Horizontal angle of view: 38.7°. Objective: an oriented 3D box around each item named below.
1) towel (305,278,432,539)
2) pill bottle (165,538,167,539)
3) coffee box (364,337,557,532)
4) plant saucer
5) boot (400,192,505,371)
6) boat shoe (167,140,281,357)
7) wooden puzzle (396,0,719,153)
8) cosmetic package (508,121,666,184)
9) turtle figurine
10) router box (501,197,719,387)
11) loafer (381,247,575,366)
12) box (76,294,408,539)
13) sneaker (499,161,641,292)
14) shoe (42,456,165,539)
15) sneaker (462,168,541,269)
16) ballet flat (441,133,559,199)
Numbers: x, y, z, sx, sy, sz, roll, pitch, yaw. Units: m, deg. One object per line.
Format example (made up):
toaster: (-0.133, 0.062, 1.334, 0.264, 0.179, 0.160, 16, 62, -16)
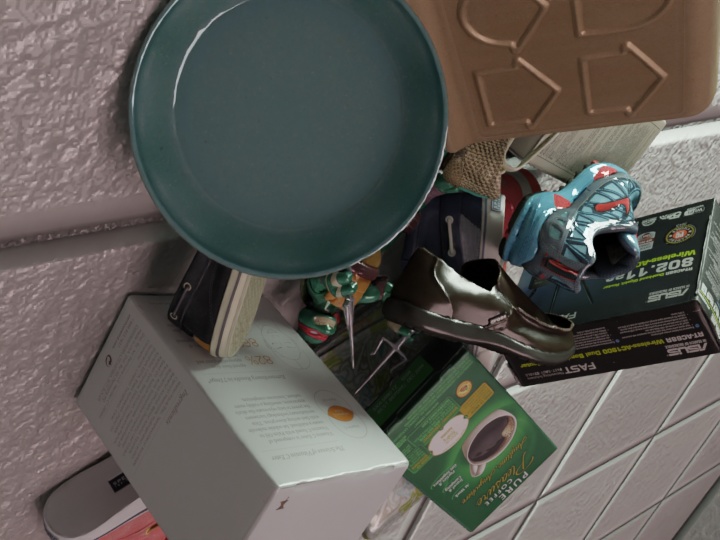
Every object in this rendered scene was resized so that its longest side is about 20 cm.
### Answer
towel: (0.030, 0.127, 0.984, 0.170, 0.048, 0.202, -31, 107, -25)
pill bottle: (-0.127, 0.251, 0.974, 0.112, 0.112, 0.201, 5, 124, -53)
coffee box: (0.090, 0.151, 0.937, 0.123, 0.044, 0.200, -45, 132, 1)
plant saucer: (-0.044, -0.096, 0.644, 0.196, 0.036, 0.203, -2, 107, -6)
boot: (0.082, 0.018, 0.947, 0.073, 0.089, 0.203, -74, 167, -62)
boat shoe: (-0.087, -0.039, 0.719, 0.075, 0.061, 0.203, -32, 142, -74)
wooden puzzle: (0.136, -0.160, 0.679, 0.197, 0.047, 0.186, -9, 149, 12)
cosmetic package: (0.197, -0.139, 0.945, 0.104, 0.073, 0.199, -53, 149, 14)
turtle figurine: (0.000, 0.000, 0.845, 0.202, 0.100, 0.149, -64, 154, 6)
router box: (0.237, 0.022, 0.947, 0.062, 0.198, 0.151, 55, 39, -24)
loafer: (0.109, 0.028, 0.831, 0.198, 0.073, 0.072, 15, 92, -39)
box: (-0.091, 0.122, 0.776, 0.151, 0.200, 0.107, 4, 125, -51)
sneaker: (0.204, -0.028, 0.897, 0.199, 0.095, 0.080, -27, 144, -45)
shoe: (-0.173, 0.189, 0.892, 0.198, 0.072, 0.092, -27, 147, -19)
sneaker: (0.104, -0.011, 1.006, 0.086, 0.074, 0.203, -5, 125, -34)
ballet flat: (0.138, -0.145, 0.820, 0.202, 0.075, 0.068, -60, 173, -6)
